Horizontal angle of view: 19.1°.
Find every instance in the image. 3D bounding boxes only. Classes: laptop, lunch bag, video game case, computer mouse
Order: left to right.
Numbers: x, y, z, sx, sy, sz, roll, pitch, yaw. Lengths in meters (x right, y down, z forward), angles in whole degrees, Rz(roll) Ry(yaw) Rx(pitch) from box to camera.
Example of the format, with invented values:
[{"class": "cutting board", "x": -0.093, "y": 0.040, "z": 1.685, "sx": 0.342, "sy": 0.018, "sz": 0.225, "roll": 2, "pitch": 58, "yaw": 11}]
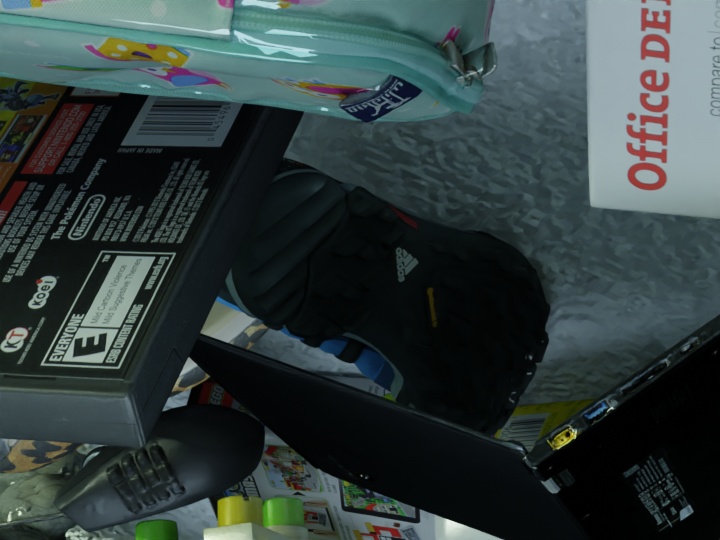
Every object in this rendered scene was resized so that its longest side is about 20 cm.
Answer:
[{"class": "video game case", "x": -0.123, "y": -0.021, "z": 0.689, "sx": 0.181, "sy": 0.200, "sz": 0.026, "roll": 2, "pitch": 129, "yaw": 16}, {"class": "computer mouse", "x": -0.131, "y": 0.091, "z": 0.892, "sx": 0.200, "sy": 0.059, "sz": 0.034, "roll": -18, "pitch": 105, "yaw": 17}, {"class": "lunch bag", "x": -0.058, "y": -0.084, "z": 0.555, "sx": 0.200, "sy": 0.077, "sz": 0.160, "roll": 10, "pitch": 179, "yaw": 11}, {"class": "laptop", "x": 0.069, "y": 0.031, "z": 0.716, "sx": 0.200, "sy": 0.116, "sz": 0.187, "roll": -35, "pitch": 155, "yaw": 2}]

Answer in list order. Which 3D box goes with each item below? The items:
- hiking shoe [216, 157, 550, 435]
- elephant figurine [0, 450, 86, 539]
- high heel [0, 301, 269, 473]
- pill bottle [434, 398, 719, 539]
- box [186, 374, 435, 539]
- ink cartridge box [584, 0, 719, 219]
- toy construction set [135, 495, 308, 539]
[{"class": "hiking shoe", "x": 0.000, "y": 0.000, "z": 0.789, "sx": 0.087, "sy": 0.074, "sz": 0.200, "roll": 28, "pitch": 176, "yaw": 39}, {"class": "elephant figurine", "x": -0.144, "y": 0.196, "z": 0.994, "sx": 0.155, "sy": 0.142, "sz": 0.200, "roll": -12, "pitch": 112, "yaw": 33}, {"class": "high heel", "x": -0.093, "y": 0.033, "z": 0.896, "sx": 0.200, "sy": 0.071, "sz": 0.143, "roll": -19, "pitch": 164, "yaw": 14}, {"class": "pill bottle", "x": 0.137, "y": 0.098, "z": 0.842, "sx": 0.200, "sy": 0.104, "sz": 0.104, "roll": -7, "pitch": 139, "yaw": 27}, {"class": "box", "x": -0.006, "y": 0.118, "z": 0.976, "sx": 0.110, "sy": 0.035, "sz": 0.200, "roll": 4, "pitch": 143, "yaw": 14}, {"class": "ink cartridge box", "x": 0.164, "y": -0.082, "z": 0.607, "sx": 0.200, "sy": 0.084, "sz": 0.146, "roll": 5, "pitch": 143, "yaw": 12}, {"class": "toy construction set", "x": -0.019, "y": 0.150, "z": 0.905, "sx": 0.200, "sy": 0.092, "sz": 0.131, "roll": 29, "pitch": 145, "yaw": -34}]
